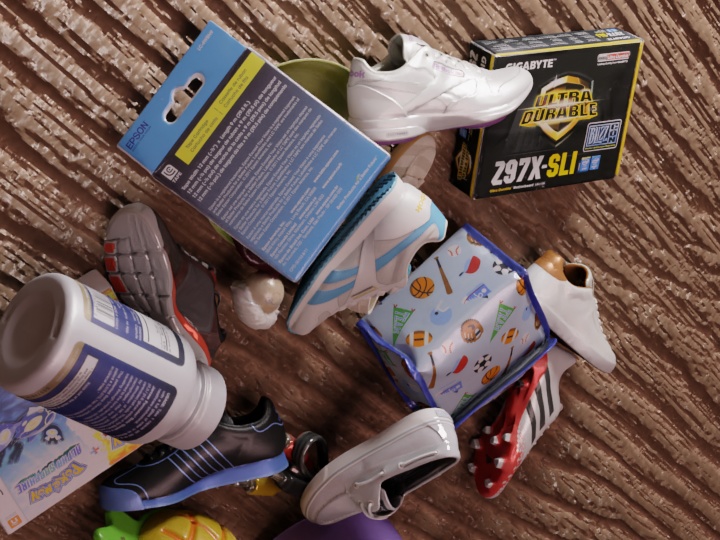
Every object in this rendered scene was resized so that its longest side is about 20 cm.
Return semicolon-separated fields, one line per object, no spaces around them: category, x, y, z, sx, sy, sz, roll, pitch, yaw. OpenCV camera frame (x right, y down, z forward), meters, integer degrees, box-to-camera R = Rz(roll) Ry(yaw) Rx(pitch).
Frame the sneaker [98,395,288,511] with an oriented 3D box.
sneaker;-0.171;0.183;1.589;0.200;0.070;0.078;-14;99;-22

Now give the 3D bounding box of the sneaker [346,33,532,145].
sneaker;0.078;-0.180;1.504;0.200;0.075;0.100;-15;107;-26

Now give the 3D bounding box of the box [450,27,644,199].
box;0.195;-0.166;1.657;0.200;0.049;0.160;-10;122;-31

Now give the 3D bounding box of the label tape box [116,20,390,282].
label tape box;-0.094;-0.106;1.416;0.200;0.066;0.143;37;93;-1

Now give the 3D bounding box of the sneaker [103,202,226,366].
sneaker;-0.178;0.008;1.491;0.082;0.077;0.200;-51;140;-38

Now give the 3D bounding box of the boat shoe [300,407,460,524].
boat shoe;0.022;0.221;1.648;0.200;0.069;0.072;-33;142;18

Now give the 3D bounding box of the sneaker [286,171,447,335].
sneaker;0.000;0.000;1.529;0.081;0.077;0.200;35;119;-14

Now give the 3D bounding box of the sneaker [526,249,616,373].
sneaker;0.252;0.047;1.801;0.085;0.073;0.200;-51;134;-3

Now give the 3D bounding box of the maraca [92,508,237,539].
maraca;-0.190;0.300;1.593;0.107;0.137;0.200;-37;145;24

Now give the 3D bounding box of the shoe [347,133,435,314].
shoe;0.030;-0.047;1.588;0.200;0.053;0.070;-62;160;15

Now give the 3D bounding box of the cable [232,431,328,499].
cable;-0.053;0.224;1.716;0.097;0.050;0.200;-51;143;2

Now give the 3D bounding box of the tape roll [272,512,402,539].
tape roll;-0.030;0.363;1.751;0.200;0.085;0.200;-18;133;-20

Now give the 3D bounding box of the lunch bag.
lunch bag;0.113;0.081;1.694;0.170;0.124;0.200;-40;145;-10

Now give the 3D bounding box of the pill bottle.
pill bottle;-0.217;0.089;1.406;0.200;0.111;0.111;31;95;-40

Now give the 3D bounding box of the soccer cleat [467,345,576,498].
soccer cleat;0.190;0.175;1.836;0.085;0.069;0.200;9;105;-34

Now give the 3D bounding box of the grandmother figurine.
grandmother figurine;-0.072;-0.038;1.493;0.121;0.061;0.200;14;104;-31

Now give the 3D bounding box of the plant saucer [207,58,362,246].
plant saucer;-0.071;-0.112;1.509;0.200;0.031;0.200;-18;125;-27

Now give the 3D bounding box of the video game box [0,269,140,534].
video game box;-0.289;0.125;1.478;0.200;0.047;0.182;-34;132;-16
